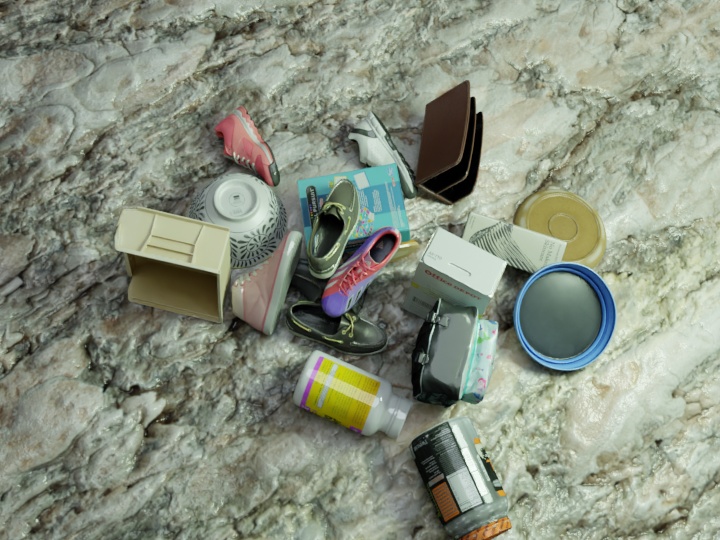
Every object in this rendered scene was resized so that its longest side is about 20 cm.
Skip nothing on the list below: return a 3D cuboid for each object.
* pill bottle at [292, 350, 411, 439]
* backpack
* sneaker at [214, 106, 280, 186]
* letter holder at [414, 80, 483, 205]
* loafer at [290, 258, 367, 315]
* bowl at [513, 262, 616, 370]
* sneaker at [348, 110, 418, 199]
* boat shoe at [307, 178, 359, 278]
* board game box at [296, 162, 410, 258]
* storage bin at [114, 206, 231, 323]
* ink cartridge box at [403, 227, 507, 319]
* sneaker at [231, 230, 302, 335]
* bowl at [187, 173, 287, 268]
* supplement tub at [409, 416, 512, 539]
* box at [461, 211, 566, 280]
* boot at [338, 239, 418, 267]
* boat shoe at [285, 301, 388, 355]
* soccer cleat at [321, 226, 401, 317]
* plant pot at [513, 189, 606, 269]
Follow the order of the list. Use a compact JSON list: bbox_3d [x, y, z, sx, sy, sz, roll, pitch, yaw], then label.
[{"bbox_3d":[-0.013,0.225,1.571,0.197,0.105,0.105,23,64,5],"label":"pill bottle"},{"bbox_3d":[0.158,0.156,1.572,0.148,0.200,0.180,16,72,-3],"label":"backpack"},{"bbox_3d":[-0.228,-0.235,1.792,0.086,0.074,0.201,-29,64,-8],"label":"sneaker"},{"bbox_3d":[0.200,-0.260,1.791,0.100,0.141,0.203,25,60,-28],"label":"letter holder"},{"bbox_3d":[-0.084,0.029,1.676,0.196,0.073,0.073,12,68,0],"label":"loafer"},{"bbox_3d":[0.384,0.086,1.682,0.197,0.039,0.205,0,91,-6],"label":"bowl"},{"bbox_3d":[0.048,-0.224,1.822,0.079,0.074,0.202,-34,76,10],"label":"sneaker"},{"bbox_3d":[-0.048,-0.087,1.624,0.071,0.061,0.204,12,64,10],"label":"boat shoe"},{"bbox_3d":[-0.014,-0.115,1.698,0.196,0.047,0.153,-10,62,-1],"label":"board game box"},{"bbox_3d":[-0.333,-0.009,1.589,0.195,0.201,0.095,13,62,-1],"label":"storage bin"},{"bbox_3d":[0.171,0.028,1.633,0.143,0.201,0.084,27,64,6],"label":"ink cartridge box"},{"bbox_3d":[-0.179,0.010,1.625,0.103,0.075,0.203,22,108,9],"label":"sneaker"},{"bbox_3d":[-0.239,-0.116,1.711,0.197,0.095,0.204,2,64,-5],"label":"bowl"},{"bbox_3d":[0.173,0.364,1.518,0.121,0.123,0.202,-18,69,-15],"label":"supplement tub"},{"bbox_3d":[0.296,-0.050,1.741,0.197,0.068,0.084,17,95,6],"label":"box"},{"bbox_3d":[0.004,-0.082,1.738,0.198,0.071,0.146,-12,67,-8],"label":"boot"},{"bbox_3d":[-0.042,0.107,1.647,0.198,0.061,0.073,13,67,-1],"label":"boat shoe"},{"bbox_3d":[0.000,0.000,1.603,0.068,0.073,0.200,42,87,-2],"label":"soccer cleat"},{"bbox_3d":[0.411,-0.083,1.813,0.196,0.028,0.203,3,65,-6],"label":"plant pot"}]
